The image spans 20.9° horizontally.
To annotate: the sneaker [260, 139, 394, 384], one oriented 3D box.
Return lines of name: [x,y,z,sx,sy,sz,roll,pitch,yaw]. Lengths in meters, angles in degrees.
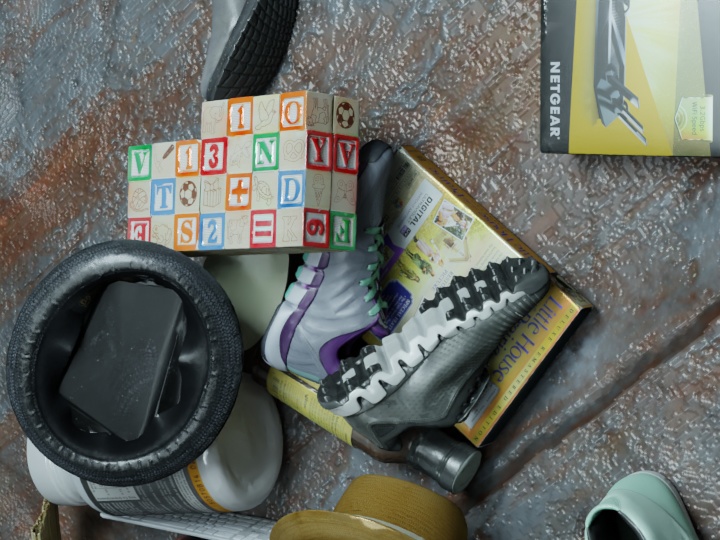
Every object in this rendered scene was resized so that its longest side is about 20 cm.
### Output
sneaker: [0.000,0.000,1.514,0.087,0.074,0.200,28,107,11]

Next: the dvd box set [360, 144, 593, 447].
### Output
dvd box set: [0.067,0.019,1.529,0.200,0.029,0.146,42,113,20]

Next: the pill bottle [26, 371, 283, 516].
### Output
pill bottle: [-0.174,0.147,1.636,0.200,0.116,0.117,-6,93,30]

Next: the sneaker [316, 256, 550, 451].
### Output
sneaker: [0.070,0.068,1.480,0.200,0.067,0.091,-35,114,9]

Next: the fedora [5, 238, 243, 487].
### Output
fedora: [-0.179,0.066,1.538,0.200,0.092,0.201,1,103,6]

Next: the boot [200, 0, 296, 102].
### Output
boot: [-0.116,-0.241,1.592,0.131,0.070,0.200,25,97,29]

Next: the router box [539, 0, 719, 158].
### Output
router box: [0.211,-0.182,1.409,0.157,0.052,0.201,3,97,30]

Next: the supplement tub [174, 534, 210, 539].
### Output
supplement tub: [-0.171,0.324,1.660,0.107,0.107,0.200,47,115,17]

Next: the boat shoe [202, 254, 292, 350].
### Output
boat shoe: [-0.087,-0.034,1.587,0.071,0.063,0.201,7,96,1]

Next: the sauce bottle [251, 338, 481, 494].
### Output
sauce bottle: [0.005,0.112,1.557,0.200,0.065,0.065,33,111,23]

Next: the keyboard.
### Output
keyboard: [-0.125,0.215,1.649,0.200,0.056,0.011,6,100,29]

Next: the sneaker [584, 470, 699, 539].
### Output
sneaker: [0.228,0.247,1.413,0.074,0.118,0.201,-37,78,26]

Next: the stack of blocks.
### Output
stack of blocks: [-0.093,-0.071,1.498,0.200,0.058,0.115,-2,85,43]

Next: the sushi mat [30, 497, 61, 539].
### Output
sushi mat: [-0.266,0.292,1.701,0.012,0.096,0.201,-3,110,3]

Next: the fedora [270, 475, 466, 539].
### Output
fedora: [0.028,0.216,1.508,0.200,0.201,0.082,7,57,29]
